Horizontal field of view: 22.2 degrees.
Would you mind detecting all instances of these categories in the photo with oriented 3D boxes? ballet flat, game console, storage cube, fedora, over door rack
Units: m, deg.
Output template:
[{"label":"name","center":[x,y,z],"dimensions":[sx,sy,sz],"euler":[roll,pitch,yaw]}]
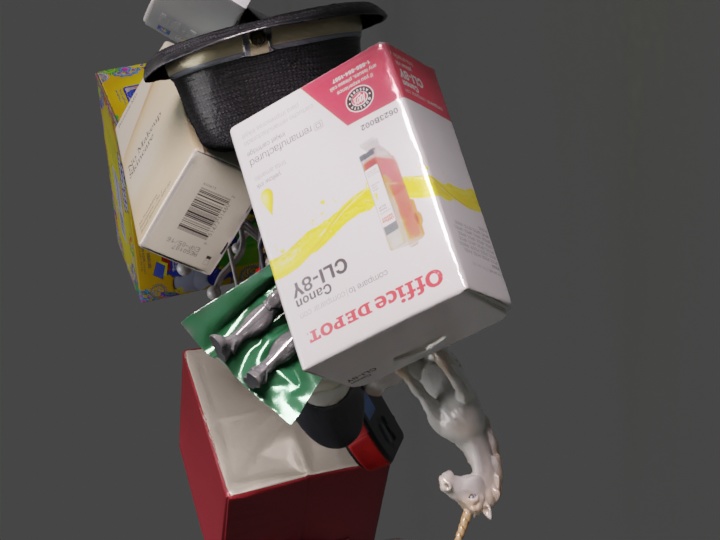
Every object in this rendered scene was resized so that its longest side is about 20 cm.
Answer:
[{"label":"ballet flat","center":[-0.043,0.047,1.466],"dimensions":[0.073,0.072,0.202],"euler":[170,86,-76]},{"label":"game console","center":[-0.023,0.075,1.600],"dimensions":[0.201,0.031,0.177],"euler":[60,-170,0]},{"label":"storage cube","center":[-0.079,0.182,1.830],"dimensions":[0.181,0.169,0.201],"euler":[99,155,-53]},{"label":"fedora","center":[-0.068,-0.145,1.445],"dimensions":[0.200,0.198,0.093],"euler":[174,82,-76]},{"label":"over door rack","center":[-0.100,0.028,1.655],"dimensions":[0.201,0.066,0.148],"euler":[63,-171,26]}]

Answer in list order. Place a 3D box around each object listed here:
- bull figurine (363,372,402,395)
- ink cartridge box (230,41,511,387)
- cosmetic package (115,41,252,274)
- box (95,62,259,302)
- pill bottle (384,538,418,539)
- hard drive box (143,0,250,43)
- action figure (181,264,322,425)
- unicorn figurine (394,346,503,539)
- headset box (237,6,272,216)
[{"label":"bull figurine","center":[0.000,0.000,1.534],"dimensions":[0.121,0.064,0.202],"euler":[19,121,64]},{"label":"ink cartridge box","center":[0.006,-0.038,1.325],"dimensions":[0.083,0.144,0.202],"euler":[20,-133,-59]},{"label":"cosmetic package","center":[-0.147,-0.098,1.555],"dimensions":[0.104,0.073,0.201],"euler":[-57,29,21]},{"label":"box","center":[-0.149,-0.101,1.825],"dimensions":[0.122,0.190,0.202],"euler":[-121,22,-52]},{"label":"pill bottle","center":[0.039,0.287,1.558],"dimensions":[0.200,0.115,0.117],"euler":[152,105,-76]},{"label":"hard drive box","center":[-0.113,-0.286,1.597],"dimensions":[0.157,0.076,0.200],"euler":[-63,8,-11]},{"label":"action figure","center":[-0.028,0.008,1.411],"dimensions":[0.118,0.200,0.055],"euler":[42,159,11]},{"label":"unicorn figurine","center":[0.060,0.099,1.401],"dimensions":[0.138,0.073,0.201],"euler":[53,-160,-30]},{"label":"headset box","center":[-0.081,-0.136,1.630],"dimensions":[0.150,0.077,0.200],"euler":[-65,24,9]}]
